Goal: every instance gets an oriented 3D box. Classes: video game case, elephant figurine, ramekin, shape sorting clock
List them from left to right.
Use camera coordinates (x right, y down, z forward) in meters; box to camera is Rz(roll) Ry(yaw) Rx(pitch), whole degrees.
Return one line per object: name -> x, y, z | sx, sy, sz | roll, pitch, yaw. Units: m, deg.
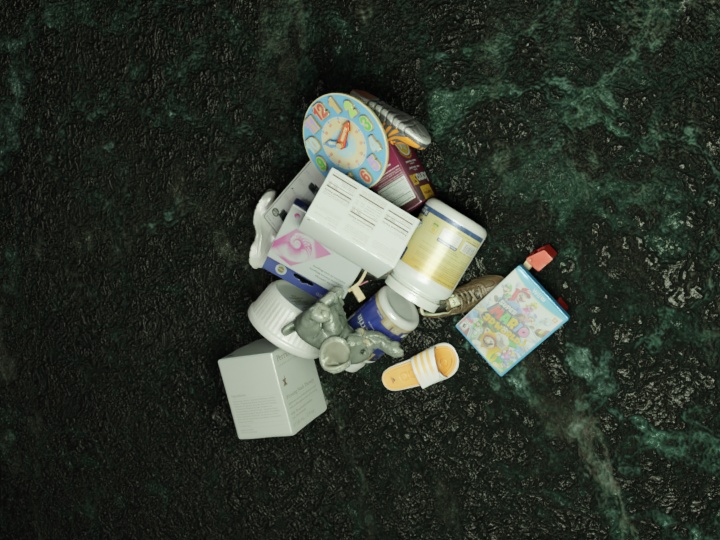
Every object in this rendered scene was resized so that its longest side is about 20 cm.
ramekin -> -0.151, 0.105, 1.777 | 0.202, 0.202, 0.095 | 38, 105, 14
elephant figurine -> -0.038, 0.149, 1.641 | 0.201, 0.141, 0.155 | 52, 149, -3
shape sorting clock -> -0.032, -0.248, 1.517 | 0.198, 0.039, 0.202 | 19, 125, 30
video game case -> 0.305, 0.104, 1.578 | 0.143, 0.018, 0.200 | 48, 121, 9

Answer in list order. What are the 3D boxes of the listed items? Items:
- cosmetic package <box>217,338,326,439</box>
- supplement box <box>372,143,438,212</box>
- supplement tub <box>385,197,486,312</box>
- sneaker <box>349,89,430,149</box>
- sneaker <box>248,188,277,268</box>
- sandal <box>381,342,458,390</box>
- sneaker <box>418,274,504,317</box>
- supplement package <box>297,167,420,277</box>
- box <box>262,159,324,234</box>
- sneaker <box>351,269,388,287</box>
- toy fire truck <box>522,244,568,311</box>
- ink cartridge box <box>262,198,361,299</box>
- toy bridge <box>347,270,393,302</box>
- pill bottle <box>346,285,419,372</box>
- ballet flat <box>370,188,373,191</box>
cosmetic package -> -0.209, 0.274, 1.858 | 0.165, 0.167, 0.202 | -11, 98, 29
supplement box -> 0.067, -0.218, 1.628 | 0.085, 0.110, 0.201 | -29, 89, 28
supplement tub -> 0.151, -0.031, 1.585 | 0.144, 0.144, 0.201 | 33, 96, 16
sneaker -> 0.044, -0.265, 1.533 | 0.199, 0.077, 0.113 | 37, 118, 25
sneaker -> -0.208, -0.095, 1.834 | 0.086, 0.075, 0.202 | 12, 115, 11
sandal -> 0.127, 0.231, 1.736 | 0.205, 0.059, 0.080 | -28, 89, 30
sneaker -> 0.216, 0.065, 1.640 | 0.198, 0.075, 0.071 | -20, 93, 29
supplement package -> -0.008, -0.089, 1.543 | 0.199, 0.156, 0.112 | 31, 78, -5
box -> -0.110, -0.146, 1.696 | 0.117, 0.060, 0.200 | 49, 119, 8
sneaker -> 0.000, 0.000, 1.750 | 0.198, 0.079, 0.096 | 6, 134, 21
toy fire truck -> 0.344, 0.058, 1.583 | 0.200, 0.049, 0.141 | -41, 87, 29
ink cartridge box -> -0.098, -0.026, 1.681 | 0.195, 0.043, 0.201 | 29, 119, -3
toy bridge -> 0.056, -0.010, 1.668 | 0.199, 0.027, 0.068 | -33, 86, -7
pill bottle -> 0.027, 0.134, 1.733 | 0.200, 0.116, 0.116 | -43, 82, 29
ballet flat -> -0.025, -0.139, 1.730 | 0.066, 0.057, 0.200 | 37, 117, -28
